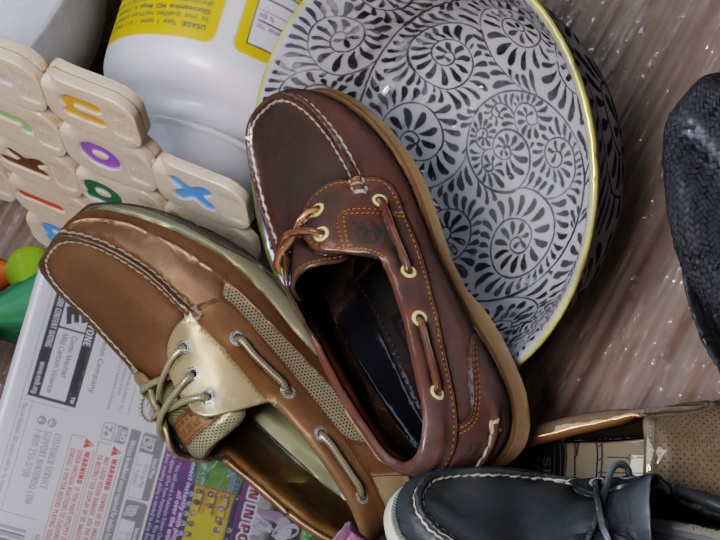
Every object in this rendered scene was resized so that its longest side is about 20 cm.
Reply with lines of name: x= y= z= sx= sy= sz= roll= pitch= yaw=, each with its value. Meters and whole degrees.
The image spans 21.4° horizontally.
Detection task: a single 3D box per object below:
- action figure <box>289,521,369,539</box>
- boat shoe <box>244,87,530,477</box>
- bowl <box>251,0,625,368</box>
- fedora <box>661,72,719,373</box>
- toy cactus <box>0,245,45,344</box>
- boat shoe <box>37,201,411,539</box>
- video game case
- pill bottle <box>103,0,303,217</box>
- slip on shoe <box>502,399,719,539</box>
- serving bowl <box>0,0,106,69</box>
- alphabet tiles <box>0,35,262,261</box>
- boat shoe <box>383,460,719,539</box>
action figure: x=0.050 y=0.180 z=0.750 sx=0.199 sy=0.149 sz=0.134 roll=21 pitch=110 yaw=0
boat shoe: x=0.000 y=0.000 z=0.814 sx=0.070 sy=0.070 sz=0.200 roll=-51 pitch=59 yaw=34
bowl: x=0.052 y=-0.047 z=0.874 sx=0.200 sy=0.094 sz=0.201 roll=6 pitch=99 yaw=41
fedora: x=0.179 y=-0.021 z=0.729 sx=0.200 sy=0.091 sz=0.201 roll=-16 pitch=67 yaw=45
toy cactus: x=-0.184 y=0.033 z=0.957 sx=0.200 sy=0.165 sz=0.103 roll=-3 pitch=93 yaw=35
boat shoe: x=-0.057 y=0.048 z=0.838 sx=0.076 sy=0.200 sz=0.074 roll=-54 pitch=2 yaw=45
video game case: x=-0.086 y=0.112 z=0.878 sx=0.182 sy=0.023 sz=0.201 roll=16 pitch=73 yaw=-7
pill bottle: x=-0.067 y=-0.131 z=0.986 sx=0.112 sy=0.112 sz=0.201 roll=5 pitch=71 yaw=32
slip on shoe: x=0.136 y=0.085 z=0.803 sx=0.199 sy=0.061 sz=0.076 roll=-6 pitch=66 yaw=28
serving bowl: x=-0.218 y=-0.112 z=1.078 sx=0.200 sy=0.066 sz=0.200 roll=-24 pitch=39 yaw=21
alphabet tiles: x=-0.134 y=-0.047 z=0.925 sx=0.195 sy=0.200 sz=0.015 roll=21 pitch=67 yaw=14
boat shoe: x=0.111 y=0.108 z=0.740 sx=0.199 sy=0.066 sz=0.075 roll=21 pitch=44 yaw=-1
